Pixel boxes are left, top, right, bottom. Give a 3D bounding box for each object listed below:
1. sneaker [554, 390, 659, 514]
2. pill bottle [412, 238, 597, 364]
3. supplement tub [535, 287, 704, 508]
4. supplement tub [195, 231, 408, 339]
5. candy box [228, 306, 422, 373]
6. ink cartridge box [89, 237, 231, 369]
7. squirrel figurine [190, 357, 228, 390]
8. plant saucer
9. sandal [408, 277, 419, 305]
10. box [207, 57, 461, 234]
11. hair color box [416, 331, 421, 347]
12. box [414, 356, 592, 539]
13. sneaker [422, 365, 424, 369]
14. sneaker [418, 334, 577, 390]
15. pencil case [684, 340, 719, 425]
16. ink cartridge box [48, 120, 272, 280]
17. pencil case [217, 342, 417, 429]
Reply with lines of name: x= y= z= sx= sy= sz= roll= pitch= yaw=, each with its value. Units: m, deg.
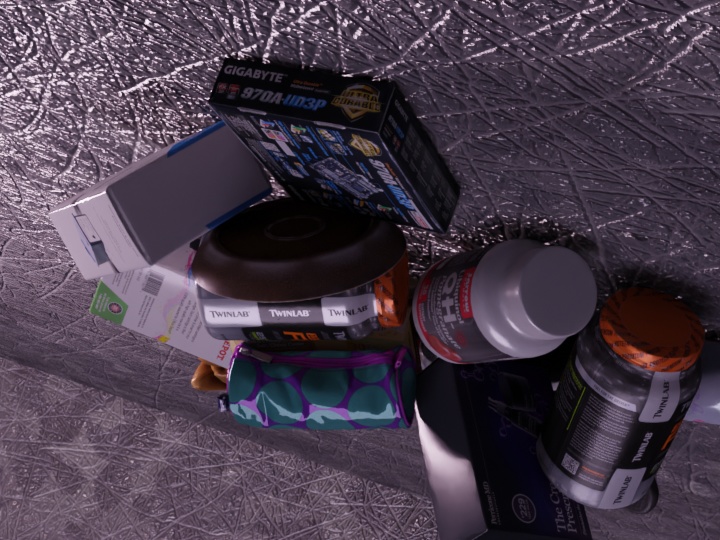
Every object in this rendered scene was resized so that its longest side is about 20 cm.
sneaker: x=0.295 y=0.177 z=1.491 sx=0.107 sy=0.067 sz=0.202 roll=-4 pitch=-138 yaw=-34
pill bottle: x=0.137 y=0.029 z=1.272 sx=0.110 sy=0.111 sz=0.200 roll=25 pitch=164 yaw=-18
supplement tub: x=0.250 y=0.121 z=1.285 sx=0.122 sy=0.123 sz=0.201 roll=19 pitch=130 yaw=6
supplement tub: x=-0.056 y=0.009 z=1.353 sx=0.199 sy=0.123 sz=0.123 roll=-1 pitch=160 yaw=12
candy box: x=-0.038 y=0.089 z=1.453 sx=0.199 sy=0.055 sz=0.116 roll=4 pitch=135 yaw=14
ink cartridge box: x=-0.220 y=0.021 z=1.674 sx=0.199 sy=0.084 sz=0.145 roll=23 pitch=138 yaw=-8
squirrel figurine: x=-0.127 y=0.090 z=1.863 sx=0.199 sy=0.142 sz=0.186 roll=12 pitch=160 yaw=-26
plant saucer: x=-0.058 y=-0.027 z=1.229 sx=0.199 sy=0.200 sz=0.032 roll=10 pitch=119 yaw=35
sandal: x=0.000 y=0.000 z=1.450 sx=0.199 sy=0.054 sz=0.080 roll=8 pitch=-166 yaw=31
box: x=-0.017 y=-0.103 z=1.137 sx=0.158 sy=0.046 sz=0.200 roll=13 pitch=163 yaw=25
hair color box: x=0.038 y=0.079 z=1.593 sx=0.101 sy=0.062 sz=0.200 roll=-14 pitch=173 yaw=-15
box: x=0.140 y=0.192 z=1.366 sx=0.141 sy=0.201 sz=0.079 roll=11 pitch=141 yaw=-30
sneaker: x=0.140 y=0.137 z=1.598 sx=0.071 sy=0.113 sz=0.200 roll=-18 pitch=174 yaw=-25
sneaker: x=0.168 y=0.068 z=1.449 sx=0.199 sy=0.073 sz=0.112 roll=3 pitch=138 yaw=-7
pencil case: x=0.385 y=0.119 z=1.304 sx=0.199 sy=0.083 sz=0.091 roll=4 pitch=138 yaw=44
ink cartridge box: x=-0.195 y=-0.066 z=1.282 sx=0.086 sy=0.146 sz=0.200 roll=61 pitch=154 yaw=-9
pencil case: x=-0.041 y=0.117 z=1.381 sx=0.199 sy=0.085 sz=0.093 roll=-1 pitch=128 yaw=17
